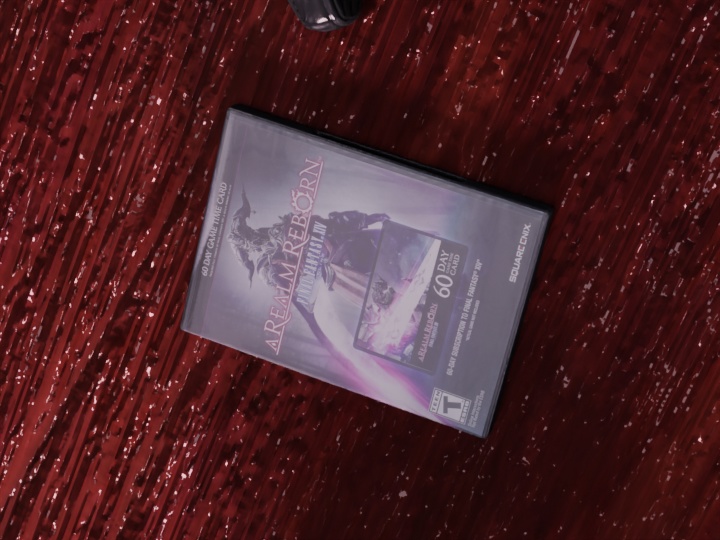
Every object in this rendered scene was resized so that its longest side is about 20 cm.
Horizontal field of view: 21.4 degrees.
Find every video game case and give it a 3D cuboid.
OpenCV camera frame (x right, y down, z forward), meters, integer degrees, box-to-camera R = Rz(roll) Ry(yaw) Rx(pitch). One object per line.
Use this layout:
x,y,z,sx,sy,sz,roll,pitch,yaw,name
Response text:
0.000,0.000,1.111,0.199,0.019,0.144,18,110,12,video game case

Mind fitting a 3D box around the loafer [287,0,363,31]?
-0.057,-0.222,1.045,0.070,0.068,0.202,-22,92,30,loafer
